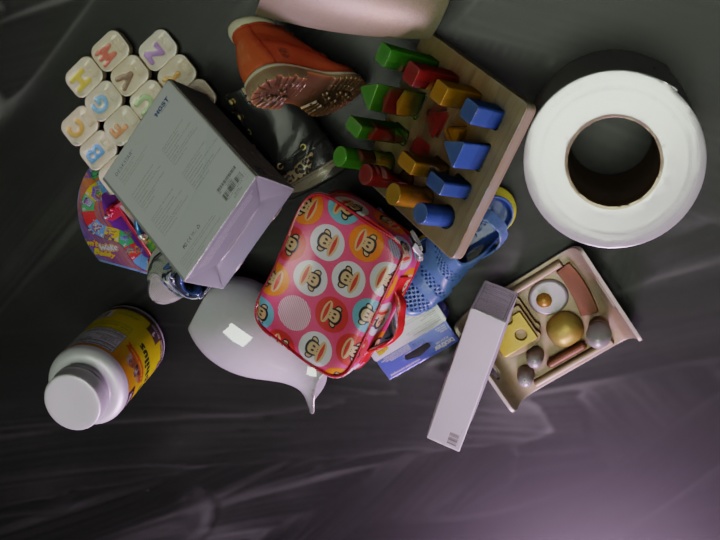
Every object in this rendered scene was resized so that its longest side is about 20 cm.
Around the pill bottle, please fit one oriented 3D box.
[{"bbox_3d":[-0.342,0.131,1.448,0.108,0.200,0.111,4,111,10],"label":"pill bottle"}]

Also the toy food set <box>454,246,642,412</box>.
[{"bbox_3d":[0.237,0.078,1.386,0.199,0.060,0.144,-33,101,20],"label":"toy food set"}]

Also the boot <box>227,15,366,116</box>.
[{"bbox_3d":[-0.073,-0.246,1.284,0.075,0.199,0.108,-39,68,29],"label":"boot"}]

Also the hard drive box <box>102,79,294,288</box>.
[{"bbox_3d":[-0.198,-0.104,1.303,0.156,0.077,0.200,-51,60,16],"label":"hard drive box"}]

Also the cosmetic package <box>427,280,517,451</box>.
[{"bbox_3d":[0.139,0.120,1.369,0.050,0.083,0.202,22,119,11],"label":"cosmetic package"}]

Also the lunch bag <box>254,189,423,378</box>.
[{"bbox_3d":[-0.019,0.021,1.299,0.175,0.082,0.201,34,108,17],"label":"lunch bag"}]

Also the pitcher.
[{"bbox_3d":[-0.110,0.072,1.423,0.199,0.121,0.173,29,115,-4],"label":"pitcher"}]

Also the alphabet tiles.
[{"bbox_3d":[-0.287,-0.202,1.395,0.195,0.015,0.201,-38,90,14],"label":"alphabet tiles"}]

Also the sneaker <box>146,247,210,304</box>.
[{"bbox_3d":[-0.226,0.000,1.401,0.077,0.086,0.200,33,136,-21],"label":"sneaker"}]

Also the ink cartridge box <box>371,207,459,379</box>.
[{"bbox_3d":[0.031,0.032,1.423,0.119,0.042,0.201,-31,98,19],"label":"ink cartridge box"}]

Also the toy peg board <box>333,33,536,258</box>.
[{"bbox_3d":[0.069,-0.152,1.259,0.199,0.097,0.202,46,121,40],"label":"toy peg board"}]

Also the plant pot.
[{"bbox_3d":[0.004,-0.344,1.231,0.198,0.188,0.189,19,113,-10],"label":"plant pot"}]

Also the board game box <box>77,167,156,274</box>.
[{"bbox_3d":[-0.293,-0.064,1.453,0.198,0.039,0.160,15,112,6],"label":"board game box"}]

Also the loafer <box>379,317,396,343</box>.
[{"bbox_3d":[0.000,0.000,1.372,0.071,0.063,0.203,-11,91,36],"label":"loafer"}]

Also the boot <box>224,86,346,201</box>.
[{"bbox_3d":[-0.129,-0.155,1.371,0.198,0.073,0.152,-20,99,27],"label":"boot"}]

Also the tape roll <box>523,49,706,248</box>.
[{"bbox_3d":[0.290,-0.142,1.254,0.200,0.139,0.205,4,111,11],"label":"tape roll"}]

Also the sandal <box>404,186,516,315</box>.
[{"bbox_3d":[0.114,-0.022,1.342,0.079,0.087,0.200,40,100,-10],"label":"sandal"}]
